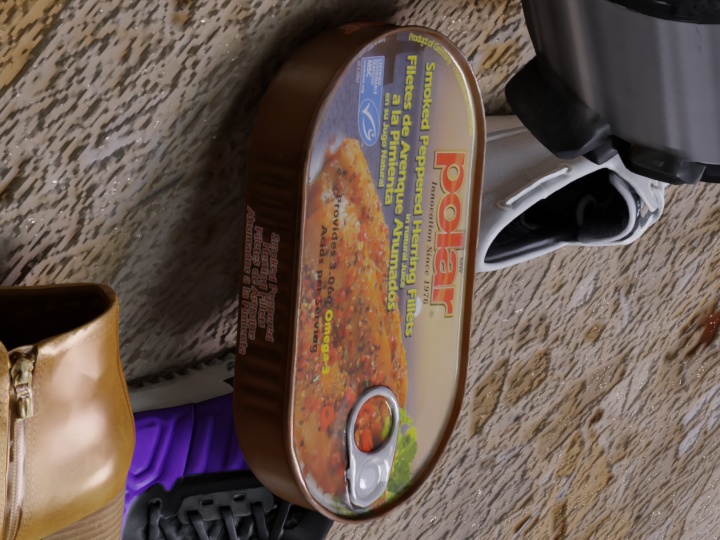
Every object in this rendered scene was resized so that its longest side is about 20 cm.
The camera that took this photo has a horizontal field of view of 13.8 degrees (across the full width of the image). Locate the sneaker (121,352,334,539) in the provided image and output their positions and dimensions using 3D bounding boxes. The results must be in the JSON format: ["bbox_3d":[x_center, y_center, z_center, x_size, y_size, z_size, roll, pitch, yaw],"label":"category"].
[{"bbox_3d":[-0.060,0.095,1.221,0.200,0.099,0.070,-24,143,-39],"label":"sneaker"}]

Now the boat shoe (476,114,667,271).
[{"bbox_3d":[0.097,-0.039,1.308,0.200,0.069,0.072,-7,133,-51],"label":"boat shoe"}]

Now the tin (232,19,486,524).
[{"bbox_3d":[0.000,0.000,1.175,0.112,0.042,0.200,-8,107,-45],"label":"tin"}]

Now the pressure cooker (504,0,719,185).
[{"bbox_3d":[0.140,-0.128,1.127,0.200,0.176,0.179,68,27,-64],"label":"pressure cooker"}]

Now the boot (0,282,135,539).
[{"bbox_3d":[-0.178,0.081,1.092,0.201,0.071,0.144,-19,127,-23],"label":"boot"}]
